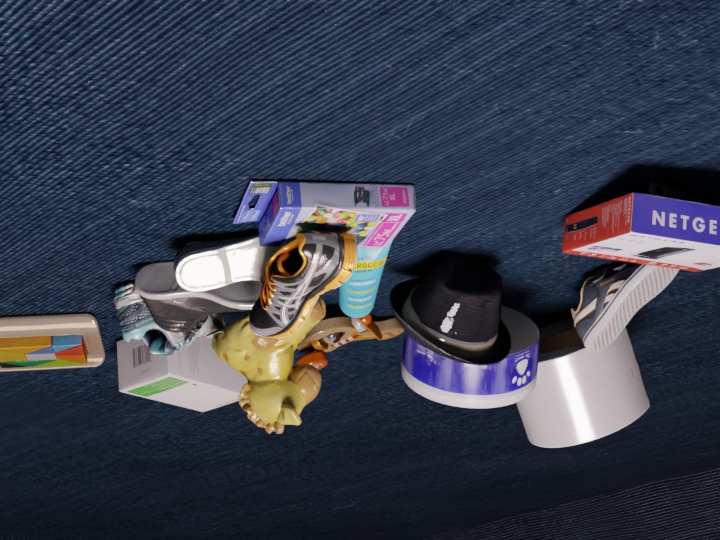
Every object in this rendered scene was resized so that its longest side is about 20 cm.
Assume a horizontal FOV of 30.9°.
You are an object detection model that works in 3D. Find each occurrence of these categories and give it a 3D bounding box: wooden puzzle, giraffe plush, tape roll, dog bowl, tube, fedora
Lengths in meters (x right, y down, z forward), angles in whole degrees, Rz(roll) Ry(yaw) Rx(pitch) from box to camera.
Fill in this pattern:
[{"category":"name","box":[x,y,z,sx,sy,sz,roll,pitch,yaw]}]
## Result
[{"category":"wooden puzzle","box":[-0.473,0.114,1.924,0.182,0.038,0.200,-2,159,-8]},{"category":"giraffe plush","box":[-0.117,0.134,1.788,0.198,0.164,0.173,-25,-179,3]},{"category":"tape roll","box":[0.331,0.168,2.013,0.200,0.141,0.203,-19,-170,3]},{"category":"dog bowl","box":[0.158,0.117,1.880,0.197,0.080,0.201,2,-157,-1]},{"category":"tube","box":[0.000,0.000,1.738,0.076,0.051,0.201,-11,155,-8]},{"category":"fedora","box":[0.138,0.040,1.764,0.198,0.201,0.092,8,123,-34]}]

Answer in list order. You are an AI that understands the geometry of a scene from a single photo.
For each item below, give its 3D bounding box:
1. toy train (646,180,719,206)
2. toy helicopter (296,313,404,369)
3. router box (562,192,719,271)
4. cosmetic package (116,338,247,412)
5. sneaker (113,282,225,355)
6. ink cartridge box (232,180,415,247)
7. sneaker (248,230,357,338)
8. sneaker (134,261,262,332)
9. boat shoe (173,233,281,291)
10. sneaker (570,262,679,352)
[{"category":"toy train","box":[0.419,-0.079,1.647,0.045,0.035,0.198,-7,165,44]},{"category":"toy helicopter","box":[-0.008,0.086,1.954,0.198,0.080,0.132,-3,154,-41]},{"category":"router box","box":[0.377,-0.045,1.616,0.197,0.050,0.179,8,171,-16]},{"category":"cosmetic package","box":[-0.271,0.152,2.013,0.107,0.086,0.199,-20,154,29]},{"category":"sneaker","box":[-0.266,0.081,1.816,0.077,0.088,0.199,-19,156,34]},{"category":"ink cartridge box","box":[-0.045,-0.065,1.551,0.197,0.043,0.119,2,158,-17]},{"category":"sneaker","box":[-0.085,0.011,1.573,0.076,0.079,0.200,15,136,-33]},{"category":"sneaker","box":[-0.193,0.036,1.721,0.197,0.072,0.100,2,149,0]},{"category":"boat shoe","box":[-0.139,-0.019,1.647,0.197,0.074,0.062,-8,-156,-14]},{"category":"sneaker","box":[0.370,0.022,1.860,0.078,0.080,0.201,8,132,-44]}]
